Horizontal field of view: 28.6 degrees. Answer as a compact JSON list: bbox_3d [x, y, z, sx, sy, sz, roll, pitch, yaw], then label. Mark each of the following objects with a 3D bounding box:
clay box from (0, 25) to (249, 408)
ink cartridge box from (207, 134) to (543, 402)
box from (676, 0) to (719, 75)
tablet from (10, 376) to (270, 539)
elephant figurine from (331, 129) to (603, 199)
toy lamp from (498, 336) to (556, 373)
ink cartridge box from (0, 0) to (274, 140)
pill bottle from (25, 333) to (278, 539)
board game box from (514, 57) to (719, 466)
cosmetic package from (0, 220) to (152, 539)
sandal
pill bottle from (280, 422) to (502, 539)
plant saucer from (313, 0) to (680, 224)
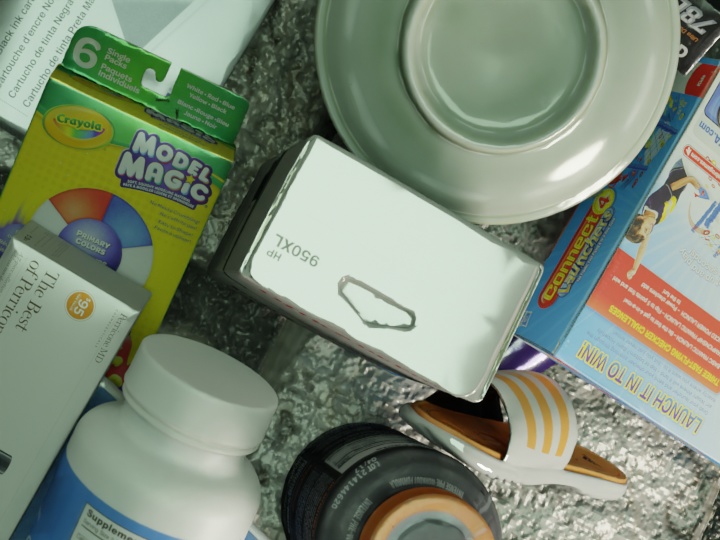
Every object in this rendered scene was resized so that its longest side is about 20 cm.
[{"bbox_3d":[-0.152,-0.027,0.818,0.114,0.048,0.202,23,106,-10],"label":"clay box"},{"bbox_3d":[0.000,0.000,0.802,0.144,0.200,0.085,28,85,-10],"label":"ink cartridge box"},{"bbox_3d":[0.133,-0.228,0.842,0.198,0.201,0.050,36,123,-10],"label":"box"},{"bbox_3d":[-0.132,0.171,0.848,0.130,0.014,0.200,-42,103,7],"label":"tablet"},{"bbox_3d":[0.062,-0.154,0.861,0.154,0.141,0.202,27,66,-38],"label":"elephant figurine"},{"bbox_3d":[0.145,0.000,0.905,0.200,0.058,0.058,-43,97,-11],"label":"toy lamp"},{"bbox_3d":[-0.162,-0.170,0.852,0.199,0.041,0.201,31,84,-9],"label":"ink cartridge box"},{"bbox_3d":[-0.122,0.142,0.778,0.111,0.112,0.202,24,100,-10],"label":"pill bottle"},{"bbox_3d":[0.218,0.002,0.878,0.199,0.056,0.197,32,89,-30],"label":"board game box"},{"bbox_3d":[-0.202,0.081,0.790,0.082,0.051,0.201,29,100,-8],"label":"cosmetic package"},{"bbox_3d":[0.102,0.090,0.850,0.206,0.079,0.060,19,99,-48],"label":"sandal"},{"bbox_3d":[0.017,0.148,0.804,0.105,0.200,0.108,0,90,-11],"label":"pill bottle"},{"bbox_3d":[0.073,-0.119,0.742,0.197,0.050,0.203,0,104,0],"label":"plant saucer"}]
